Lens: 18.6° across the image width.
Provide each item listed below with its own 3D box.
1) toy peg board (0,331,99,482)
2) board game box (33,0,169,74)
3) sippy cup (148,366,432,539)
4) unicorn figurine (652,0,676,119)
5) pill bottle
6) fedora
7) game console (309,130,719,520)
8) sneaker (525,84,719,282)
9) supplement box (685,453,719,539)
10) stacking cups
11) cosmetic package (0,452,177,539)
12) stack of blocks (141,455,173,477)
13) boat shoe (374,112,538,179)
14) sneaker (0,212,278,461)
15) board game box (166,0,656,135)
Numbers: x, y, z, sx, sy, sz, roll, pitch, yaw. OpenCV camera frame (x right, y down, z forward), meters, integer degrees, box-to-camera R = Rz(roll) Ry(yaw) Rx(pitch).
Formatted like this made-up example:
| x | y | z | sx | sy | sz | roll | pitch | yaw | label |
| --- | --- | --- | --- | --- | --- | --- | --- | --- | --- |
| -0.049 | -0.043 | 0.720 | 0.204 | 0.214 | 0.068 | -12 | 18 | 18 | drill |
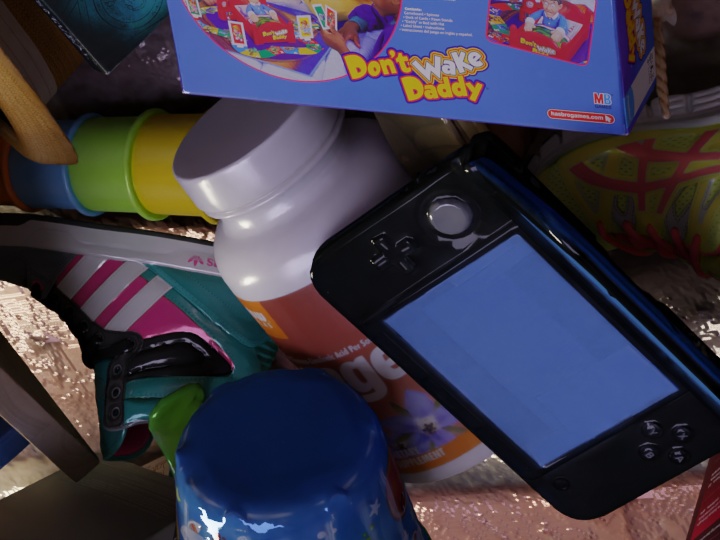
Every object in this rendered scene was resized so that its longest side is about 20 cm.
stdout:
| x | y | z | sx | sy | sz | roll | pitch | yaw | label |
| --- | --- | --- | --- | --- | --- | --- | --- | --- | --- |
| -0.255 | 0.026 | 1.109 | 0.200 | 0.098 | 0.199 | 48 | 175 | 29 | toy peg board |
| -0.126 | -0.202 | 0.930 | 0.200 | 0.135 | 0.028 | 49 | 171 | -24 | board game box |
| -0.032 | 0.121 | 1.048 | 0.177 | 0.140 | 0.131 | 6 | 135 | 16 | sippy cup |
| 0.083 | -0.180 | 0.895 | 0.200 | 0.074 | 0.138 | 37 | 147 | 11 | unicorn figurine |
| 0.000 | 0.000 | 1.073 | 0.112 | 0.112 | 0.200 | -18 | 122 | 38 | pill bottle |
| -0.176 | -0.142 | 1.018 | 0.201 | 0.082 | 0.201 | 48 | 170 | 11 | fedora |
| 0.091 | 0.049 | 0.952 | 0.170 | 0.119 | 0.200 | -34 | 114 | 32 | game console |
| 0.149 | -0.029 | 0.970 | 0.199 | 0.091 | 0.078 | -20 | 152 | 40 | sneaker |
| 0.203 | 0.116 | 1.019 | 0.061 | 0.200 | 0.109 | 33 | 138 | -8 | supplement box |
| -0.153 | -0.059 | 1.142 | 0.199 | 0.061 | 0.061 | 5 | 134 | 30 | stacking cups |
| -0.154 | 0.172 | 1.142 | 0.090 | 0.200 | 0.107 | 17 | 104 | 13 | cosmetic package |
| -0.157 | 0.173 | 1.319 | 0.199 | 0.115 | 0.059 | -26 | 119 | 21 | stack of blocks |
| 0.028 | -0.122 | 0.976 | 0.072 | 0.068 | 0.201 | 19 | 144 | 45 | boat shoe |
| -0.136 | 0.039 | 1.164 | 0.199 | 0.121 | 0.084 | 9 | 175 | 14 | sneaker |
| 0.014 | -0.131 | 0.881 | 0.199 | 0.045 | 0.135 | 8 | 127 | 22 | board game box |
